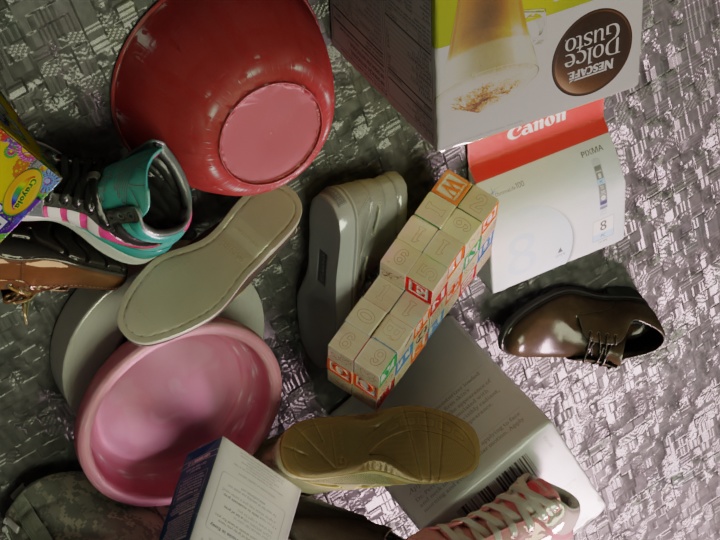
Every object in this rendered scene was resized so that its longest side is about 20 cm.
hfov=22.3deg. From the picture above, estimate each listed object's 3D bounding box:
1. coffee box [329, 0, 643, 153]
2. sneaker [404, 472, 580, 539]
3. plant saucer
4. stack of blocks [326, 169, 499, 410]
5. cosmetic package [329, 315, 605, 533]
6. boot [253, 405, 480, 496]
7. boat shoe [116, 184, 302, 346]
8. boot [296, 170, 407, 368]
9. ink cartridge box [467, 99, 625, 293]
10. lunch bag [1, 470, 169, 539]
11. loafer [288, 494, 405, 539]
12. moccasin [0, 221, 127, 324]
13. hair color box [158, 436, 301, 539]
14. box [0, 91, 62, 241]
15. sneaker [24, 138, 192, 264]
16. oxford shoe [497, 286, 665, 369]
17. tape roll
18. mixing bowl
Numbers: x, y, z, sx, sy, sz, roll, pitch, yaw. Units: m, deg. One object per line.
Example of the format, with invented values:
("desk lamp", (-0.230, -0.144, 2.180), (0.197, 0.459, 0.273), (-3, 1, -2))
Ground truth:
("coffee box", (0.101, -0.250, 1.514), (0.199, 0.200, 0.199), (-19, 130, -20))
("sneaker", (0.125, 0.236, 1.691), (0.199, 0.075, 0.105), (5, 117, -39))
("plant saucer", (-0.169, 0.121, 1.657), (0.199, 0.051, 0.201), (-18, 131, -23))
("stack of blocks", (0.048, 0.019, 1.695), (0.200, 0.058, 0.115), (-53, 165, -21))
("cosmetic package", (0.107, 0.190, 1.834), (0.165, 0.200, 0.165), (-39, 133, -3))
("boot", (-0.002, 0.177, 1.732), (0.199, 0.073, 0.155), (-2, 168, -21))
("boat shoe", (-0.132, 0.002, 1.586), (0.200, 0.072, 0.060), (-44, 173, -23))
("boot", (0.000, 0.000, 1.719), (0.095, 0.074, 0.201), (-19, 137, -31))
("ink cartridge box", (0.184, -0.091, 1.789), (0.159, 0.047, 0.201), (-21, 133, -19))
("lunch bag", (-0.225, 0.280, 1.687), (0.140, 0.200, 0.167), (-52, 139, 10))
("loafer", (0.000, 0.259, 1.739), (0.199, 0.073, 0.071), (24, 141, -22))
("moccasin", (-0.290, -0.004, 1.525), (0.200, 0.074, 0.078), (1, 130, -37))
("hair color box", (-0.128, 0.259, 1.606), (0.100, 0.201, 0.060), (37, 137, -25))
("box", (-0.357, -0.074, 1.346), (0.200, 0.193, 0.122), (-44, 134, 3))
("sneaker", (-0.215, -0.069, 1.472), (0.199, 0.084, 0.120), (24, 150, -34))
("oxford shoe", (0.236, 0.064, 1.912), (0.199, 0.084, 0.073), (-7, 127, -27))
("tape roll", (-0.183, 0.066, 1.670), (0.202, 0.037, 0.204), (-17, 128, -22))
("mixing bowl", (-0.096, -0.138, 1.530), (0.199, 0.108, 0.201), (-18, 130, -22))
